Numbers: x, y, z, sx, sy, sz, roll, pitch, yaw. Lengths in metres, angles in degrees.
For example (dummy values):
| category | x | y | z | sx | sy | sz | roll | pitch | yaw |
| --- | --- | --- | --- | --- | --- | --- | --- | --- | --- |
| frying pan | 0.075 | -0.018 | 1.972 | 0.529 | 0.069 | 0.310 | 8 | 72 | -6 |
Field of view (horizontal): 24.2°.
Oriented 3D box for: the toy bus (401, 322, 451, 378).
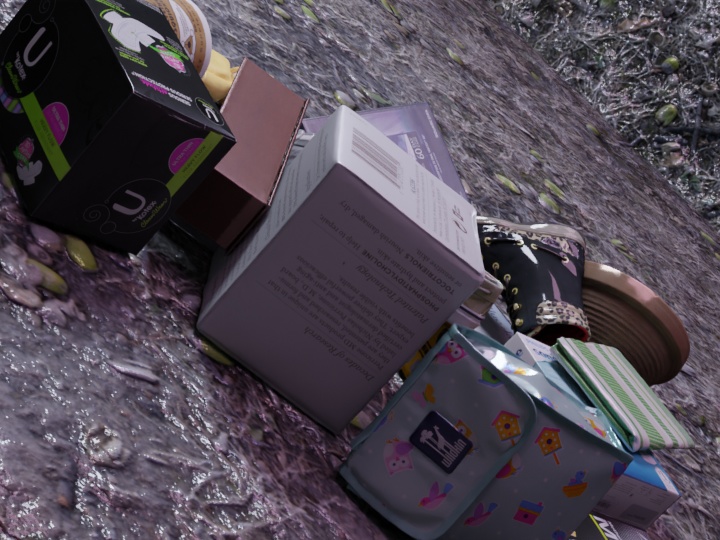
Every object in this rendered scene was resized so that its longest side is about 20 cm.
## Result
| category | x | y | z | sx | sy | sz | roll | pitch | yaw |
| --- | --- | --- | --- | --- | --- | --- | --- | --- | --- |
| toy bus | 0.104 | 0.122 | 1.649 | 0.065 | 0.078 | 0.200 | 25 | 25 | -43 |

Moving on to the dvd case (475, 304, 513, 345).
| category | x | y | z | sx | sy | sz | roll | pitch | yaw |
| --- | --- | --- | --- | --- | --- | --- | --- | --- | --- |
| dvd case | 0.134 | 0.075 | 1.903 | 0.200 | 0.018 | 0.143 | 14 | 34 | -55 |

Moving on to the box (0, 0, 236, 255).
| category | x | y | z | sx | sy | sz | roll | pitch | yaw |
| --- | --- | --- | --- | --- | --- | --- | --- | --- | --- |
| box | -0.226 | -0.142 | 1.452 | 0.124 | 0.149 | 0.200 | 23 | 27 | -45 |

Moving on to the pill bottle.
| category | x | y | z | sx | sy | sz | roll | pitch | yaw |
| --- | --- | --- | --- | --- | --- | --- | --- | --- | --- |
| pill bottle | -0.239 | -0.226 | 1.661 | 0.114 | 0.114 | 0.200 | 47 | 19 | 12 |

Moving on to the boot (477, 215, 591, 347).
| category | x | y | z | sx | sy | sz | roll | pitch | yaw |
| --- | --- | --- | --- | --- | --- | --- | --- | --- | --- |
| boot | 0.161 | 0.017 | 1.891 | 0.203 | 0.074 | 0.154 | 1 | 48 | -3 |

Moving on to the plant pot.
| category | x | y | z | sx | sy | sz | roll | pitch | yaw |
| --- | --- | --- | --- | --- | --- | --- | --- | --- | --- |
| plant pot | 0.282 | 0.087 | 1.991 | 0.200 | 0.093 | 0.201 | 27 | -27 | 15 |

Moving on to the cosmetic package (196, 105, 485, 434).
| category | x | y | z | sx | sy | sz | roll | pitch | yaw |
| --- | --- | --- | --- | --- | --- | --- | --- | --- | --- |
| cosmetic package | -0.018 | -0.004 | 1.491 | 0.166 | 0.200 | 0.167 | 37 | 20 | -14 |

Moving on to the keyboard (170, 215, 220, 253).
| category | x | y | z | sx | sy | sz | roll | pitch | yaw |
| --- | --- | --- | --- | --- | --- | --- | --- | --- | --- |
| keyboard | -0.120 | -0.035 | 1.577 | 0.200 | 0.056 | 0.011 | 37 | 24 | -15 |

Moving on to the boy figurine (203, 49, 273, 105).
| category | x | y | z | sx | sy | sz | roll | pitch | yaw |
| --- | --- | --- | --- | --- | --- | --- | --- | --- | --- |
| boy figurine | -0.182 | -0.232 | 1.869 | 0.200 | 0.064 | 0.124 | 31 | 19 | -22 |

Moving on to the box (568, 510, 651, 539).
| category | x | y | z | sx | sy | sz | roll | pitch | yaw |
| --- | --- | --- | --- | --- | --- | --- | --- | --- | --- |
| box | 0.246 | 0.309 | 1.579 | 0.193 | 0.048 | 0.200 | 23 | 27 | -39 |

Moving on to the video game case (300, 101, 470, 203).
| category | x | y | z | sx | sy | sz | roll | pitch | yaw |
| --- | --- | --- | --- | --- | --- | --- | --- | --- | --- |
| video game case | 0.029 | -0.110 | 1.848 | 0.200 | 0.019 | 0.143 | -13 | 77 | -44 |

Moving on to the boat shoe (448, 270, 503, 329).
| category | x | y | z | sx | sy | sz | roll | pitch | yaw |
| --- | --- | --- | --- | --- | --- | --- | --- | --- | --- |
| boat shoe | 0.053 | -0.017 | 1.627 | 0.200 | 0.062 | 0.072 | 36 | 11 | -26 |

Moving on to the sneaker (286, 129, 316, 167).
| category | x | y | z | sx | sy | sz | roll | pitch | yaw |
| --- | --- | --- | --- | --- | --- | --- | --- | --- | --- |
| sneaker | -0.094 | -0.091 | 1.728 | 0.200 | 0.116 | 0.075 | 14 | -28 | 43 |

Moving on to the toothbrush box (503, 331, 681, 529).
| category | x | y | z | sx | sy | sz | roll | pitch | yaw |
| --- | --- | --- | --- | --- | --- | --- | --- | --- | --- |
| toothbrush box | 0.223 | 0.176 | 1.758 | 0.146 | 0.085 | 0.200 | 23 | 27 | -45 |

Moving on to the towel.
| category | x | y | z | sx | sy | sz | roll | pitch | yaw |
| --- | --- | --- | --- | --- | --- | --- | --- | --- | --- |
| towel | 0.283 | 0.136 | 1.810 | 0.153 | 0.023 | 0.200 | 52 | 16 | 20 |

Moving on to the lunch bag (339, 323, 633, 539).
| category | x | y | z | sx | sy | sz | roll | pitch | yaw |
| --- | --- | --- | --- | --- | --- | --- | --- | --- | --- |
| lunch bag | 0.102 | 0.156 | 1.430 | 0.200 | 0.170 | 0.122 | 33 | 14 | -25 |

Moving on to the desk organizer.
| category | x | y | z | sx | sy | sz | roll | pitch | yaw |
| --- | --- | --- | --- | --- | --- | --- | --- | --- | --- |
| desk organizer | -0.113 | -0.110 | 1.548 | 0.077 | 0.072 | 0.200 | 35 | 33 | -13 |
